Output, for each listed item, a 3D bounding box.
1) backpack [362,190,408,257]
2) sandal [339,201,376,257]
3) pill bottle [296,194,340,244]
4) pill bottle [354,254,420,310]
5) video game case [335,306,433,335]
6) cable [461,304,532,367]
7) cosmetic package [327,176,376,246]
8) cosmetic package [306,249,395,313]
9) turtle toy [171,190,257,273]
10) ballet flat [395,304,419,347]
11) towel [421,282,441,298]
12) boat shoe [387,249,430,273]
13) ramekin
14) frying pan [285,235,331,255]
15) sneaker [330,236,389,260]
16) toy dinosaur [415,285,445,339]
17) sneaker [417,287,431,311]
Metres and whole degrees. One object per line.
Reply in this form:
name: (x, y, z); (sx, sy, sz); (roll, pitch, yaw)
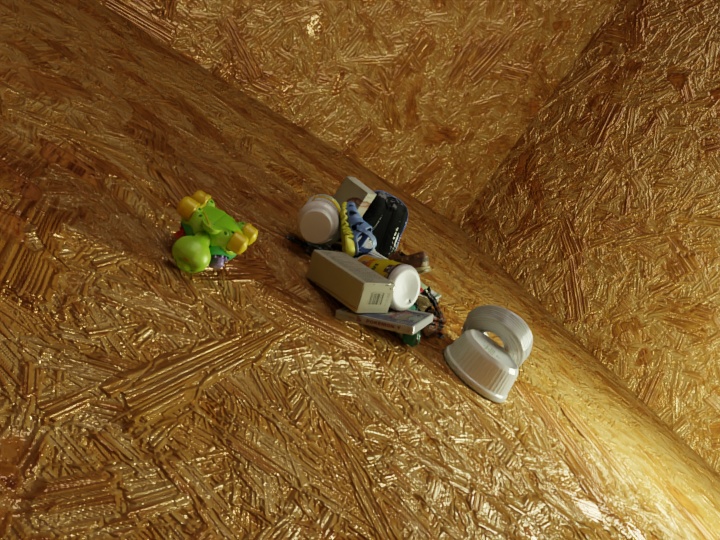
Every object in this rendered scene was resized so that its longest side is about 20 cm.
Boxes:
backpack: (0.041, -0.148, 1.924); (0.181, 0.202, 0.147); (28, -3, -22)
sandal: (-0.010, -0.104, 1.565); (0.085, 0.080, 0.202); (-3, 45, -7)
pill bottle: (-0.109, -0.133, 1.604); (0.110, 0.112, 0.200); (34, 13, -7)
pill bottle: (0.043, 0.024, 1.475); (0.108, 0.111, 0.199); (22, -5, -41)
video game case: (0.060, 0.104, 1.393); (0.179, 0.023, 0.200); (11, 8, 18)
cable: (0.376, 0.187, 1.692); (0.199, 0.201, 0.069); (37, 52, 15)
cosmetic package: (-0.050, -0.163, 1.763); (0.087, 0.201, 0.103); (36, 15, 10)
cosmetic package: (-0.024, 0.023, 1.392); (0.102, 0.074, 0.199); (5, 19, -41)
turtle toy: (-0.282, -0.059, 1.114); (0.145, 0.102, 0.200); (35, 15, -6)
ballet flat: (0.109, 0.135, 1.517); (0.069, 0.069, 0.200); (10, 16, 0)
towel: (0.168, 0.040, 1.976); (0.199, 0.031, 0.149); (40, 14, 12)
boat shoe: (0.117, -0.027, 1.815); (0.197, 0.069, 0.072); (0, 5, 32)
ramekin: (0.322, 0.241, 1.588); (0.201, 0.095, 0.203); (34, 15, -10)
frying pan: (-0.119, -0.050, 1.595); (0.114, 0.031, 0.190); (39, 18, 14)
sneaker: (0.031, -0.054, 1.606); (0.198, 0.076, 0.116); (25, 48, 16)
toy dinosaur: (0.191, 0.130, 1.691); (0.137, 0.102, 0.200); (54, 0, 9)
sneaker: (0.126, 0.046, 1.779); (0.199, 0.071, 0.113); (32, 17, -46)
